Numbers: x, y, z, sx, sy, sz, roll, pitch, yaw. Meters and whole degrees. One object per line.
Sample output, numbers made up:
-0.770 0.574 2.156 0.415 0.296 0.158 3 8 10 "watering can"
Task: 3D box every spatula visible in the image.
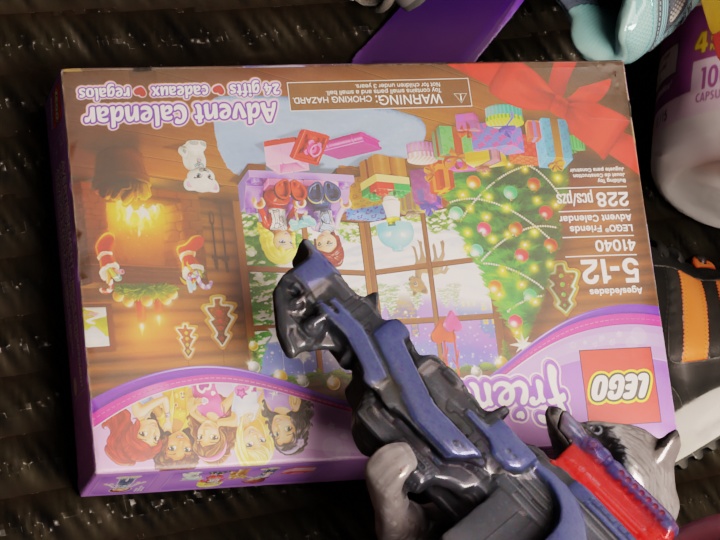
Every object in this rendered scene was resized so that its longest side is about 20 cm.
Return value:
0.068 -0.113 1.015 0.200 0.056 0.021 -33 119 -44 "spatula"

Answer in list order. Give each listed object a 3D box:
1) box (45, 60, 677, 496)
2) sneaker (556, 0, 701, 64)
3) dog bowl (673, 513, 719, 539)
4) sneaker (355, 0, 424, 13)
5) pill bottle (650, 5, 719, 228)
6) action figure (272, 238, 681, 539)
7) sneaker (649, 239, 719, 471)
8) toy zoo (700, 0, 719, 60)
0.000 0.000 0.893 0.199 0.039 0.137 -3 75 -16 "box"
0.060 -0.157 0.925 0.200 0.078 0.086 49 59 -20 "sneaker"
0.120 0.166 0.851 0.074 0.200 0.201 25 61 -21 "dog bowl"
-0.002 -0.129 0.952 0.200 0.077 0.082 -27 96 -36 "sneaker"
0.175 -0.121 1.032 0.112 0.112 0.201 17 70 -28 "pill bottle"
0.014 0.097 0.834 0.193 0.105 0.200 -31 74 -18 "action figure"
0.119 0.015 0.982 0.200 0.070 0.090 -29 94 -35 "sneaker"
0.180 -0.088 0.948 0.131 0.020 0.200 -15 87 -33 "toy zoo"
